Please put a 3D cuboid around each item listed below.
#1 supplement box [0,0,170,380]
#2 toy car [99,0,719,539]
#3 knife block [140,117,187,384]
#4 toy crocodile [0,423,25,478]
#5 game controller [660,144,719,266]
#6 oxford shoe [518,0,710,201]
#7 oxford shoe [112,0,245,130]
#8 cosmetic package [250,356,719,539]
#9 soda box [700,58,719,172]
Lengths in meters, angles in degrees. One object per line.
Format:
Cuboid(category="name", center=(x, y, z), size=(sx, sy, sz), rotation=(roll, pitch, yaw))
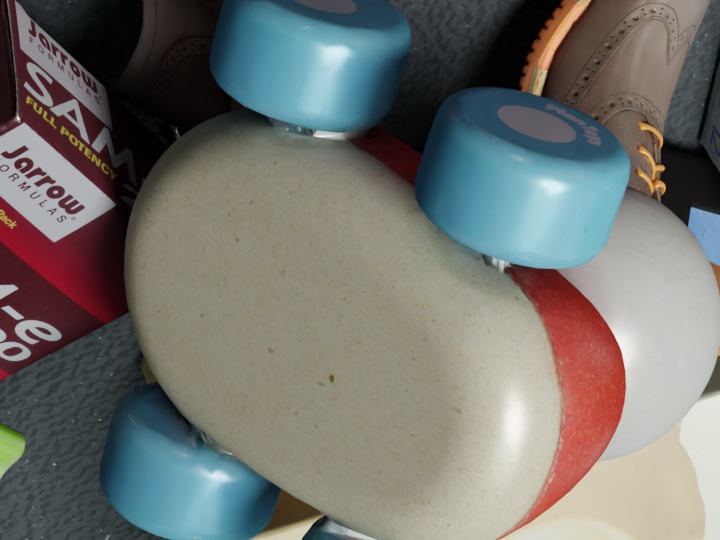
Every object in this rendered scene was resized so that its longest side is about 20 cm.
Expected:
Cuboid(category="supplement box", center=(-0.167, -0.001, 1.007), size=(0.200, 0.061, 0.109), rotation=(-28, 138, 18))
Cuboid(category="toy car", center=(0.042, 0.010, 0.972), size=(0.200, 0.177, 0.185), rotation=(-9, 124, -48))
Cuboid(category="knife block", center=(0.000, 0.000, 1.112), size=(0.199, 0.064, 0.176), rotation=(11, 126, -33))
Cuboid(category="toy crocodile", center=(-0.207, 0.123, 1.132), size=(0.200, 0.062, 0.067), rotation=(-40, 135, 13))
Cuboid(category="game controller", center=(0.163, 0.017, 1.190), size=(0.200, 0.105, 0.042), rotation=(15, 161, -35))
Cuboid(category="oxford shoe", center=(0.092, -0.034, 1.079), size=(0.071, 0.073, 0.200), rotation=(23, 92, -53))
Cuboid(category="oxford shoe", center=(-0.044, -0.134, 0.962), size=(0.072, 0.071, 0.201), rotation=(12, 115, 7))
Cuboid(category="cosmetic package", center=(0.053, 0.104, 1.102), size=(0.199, 0.071, 0.106), rotation=(-18, 109, -3))
Cuboid(category="soda box", center=(0.185, -0.109, 1.097), size=(0.068, 0.064, 0.200), rotation=(-8, 133, -19))
